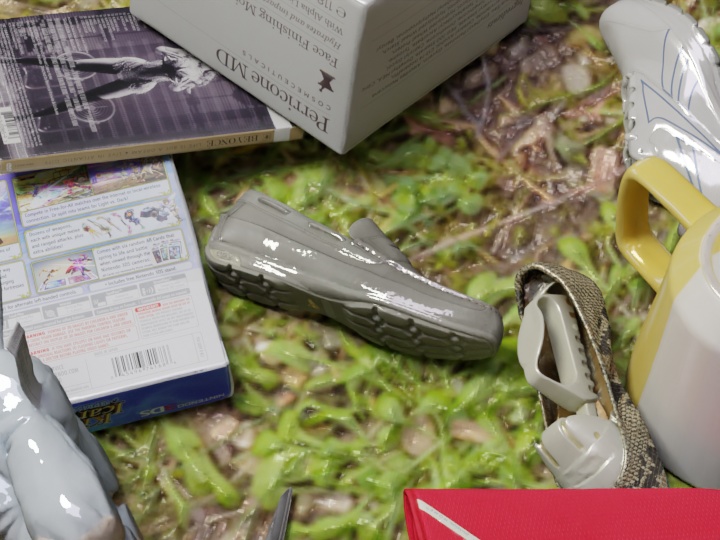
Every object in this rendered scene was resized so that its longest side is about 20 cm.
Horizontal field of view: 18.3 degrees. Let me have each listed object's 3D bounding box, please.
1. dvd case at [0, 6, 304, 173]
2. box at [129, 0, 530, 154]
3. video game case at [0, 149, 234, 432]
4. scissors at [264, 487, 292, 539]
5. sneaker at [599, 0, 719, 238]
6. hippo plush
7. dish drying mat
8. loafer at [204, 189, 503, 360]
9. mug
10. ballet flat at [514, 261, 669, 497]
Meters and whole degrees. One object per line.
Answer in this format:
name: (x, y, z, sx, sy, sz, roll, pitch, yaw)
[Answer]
dvd case: (-0.152, -0.125, 1.473, 0.200, 0.016, 0.149, -8, 44, -16)
box: (-0.015, -0.214, 1.473, 0.199, 0.131, 0.200, 34, 52, 23)
video game case: (-0.196, 0.019, 1.402, 0.200, 0.045, 0.181, -13, 57, -7)
scissors: (-0.062, 0.218, 1.288, 0.073, 0.014, 0.200, 22, 60, 19)
sneaker: (0.202, -0.098, 1.447, 0.087, 0.075, 0.200, -24, 58, -7)
hippo plush: (-0.223, 0.136, 1.253, 0.161, 0.200, 0.159, -26, 40, -4)
dish drying mat: (0.126, 0.151, 1.243, 0.200, 0.018, 0.077, 1, 43, -13)
loafer: (0.000, 0.000, 1.392, 0.200, 0.070, 0.070, 20, 68, 16)
mug: (0.218, 0.029, 1.313, 0.186, 0.153, 0.150, 20, 61, 15)
ballet flat: (0.127, 0.079, 1.329, 0.068, 0.075, 0.200, -34, 52, 28)
